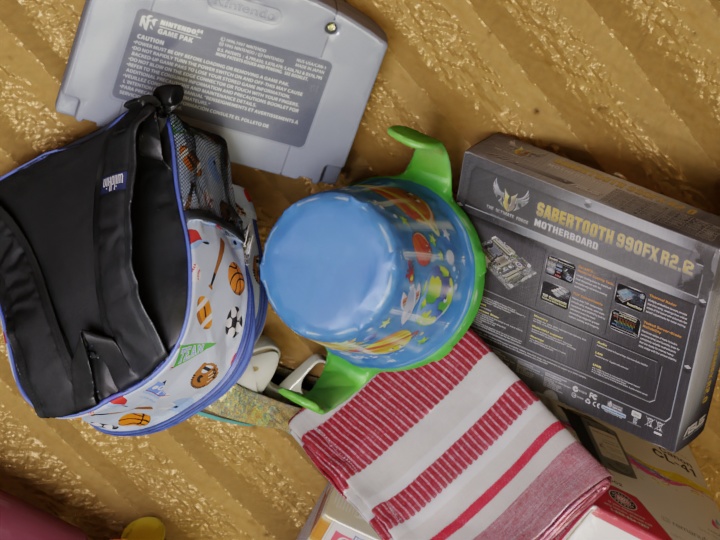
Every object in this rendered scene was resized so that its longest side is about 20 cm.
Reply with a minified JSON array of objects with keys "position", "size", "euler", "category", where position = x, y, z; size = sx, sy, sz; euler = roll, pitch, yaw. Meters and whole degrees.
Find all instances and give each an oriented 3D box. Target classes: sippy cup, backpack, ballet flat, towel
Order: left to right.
[{"position":[-0.152,0.011,1.430],"size":[0.200,0.191,0.154],"euler":[-27,145,30],"category":"backpack"},{"position":[-0.058,0.083,1.563],"size":[0.200,0.071,0.071],"euler":[22,114,-23],"category":"ballet flat"},{"position":[0.000,0.000,1.456],"size":[0.139,0.130,0.178],"euler":[-12,84,20],"category":"sippy cup"},{"position":[0.056,0.122,1.484],"size":[0.144,0.200,0.023],"euler":[-42,148,-2],"category":"towel"}]

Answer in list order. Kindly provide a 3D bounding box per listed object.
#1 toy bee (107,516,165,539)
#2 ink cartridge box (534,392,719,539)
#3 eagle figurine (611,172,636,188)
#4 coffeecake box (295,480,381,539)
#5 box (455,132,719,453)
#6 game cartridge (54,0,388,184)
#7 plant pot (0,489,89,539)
[{"position":[-0.191,0.254,1.617],"size":[0.108,0.131,0.200],"euler":[21,128,10],"category":"toy bee"},{"position":[0.179,0.173,1.561],"size":[0.147,0.200,0.086],"euler":[27,112,-19],"category":"ink cartridge box"},{"position":[0.299,-0.045,1.489],"size":[0.200,0.151,0.152],"euler":[-33,129,2],"category":"eagle figurine"},{"position":[0.017,0.244,1.603],"size":[0.153,0.073,0.200],"euler":[25,132,-3],"category":"coffeecake box"},{"position":[0.153,0.014,1.495],"size":[0.200,0.048,0.159],"euler":[22,120,27],"category":"box"},{"position":[-0.090,-0.140,1.456],"size":[0.199,0.042,0.133],"euler":[15,111,-14],"category":"game cartridge"},{"position":[-0.293,0.225,1.540],"size":[0.179,0.200,0.200],"euler":[16,115,-21],"category":"plant pot"}]
